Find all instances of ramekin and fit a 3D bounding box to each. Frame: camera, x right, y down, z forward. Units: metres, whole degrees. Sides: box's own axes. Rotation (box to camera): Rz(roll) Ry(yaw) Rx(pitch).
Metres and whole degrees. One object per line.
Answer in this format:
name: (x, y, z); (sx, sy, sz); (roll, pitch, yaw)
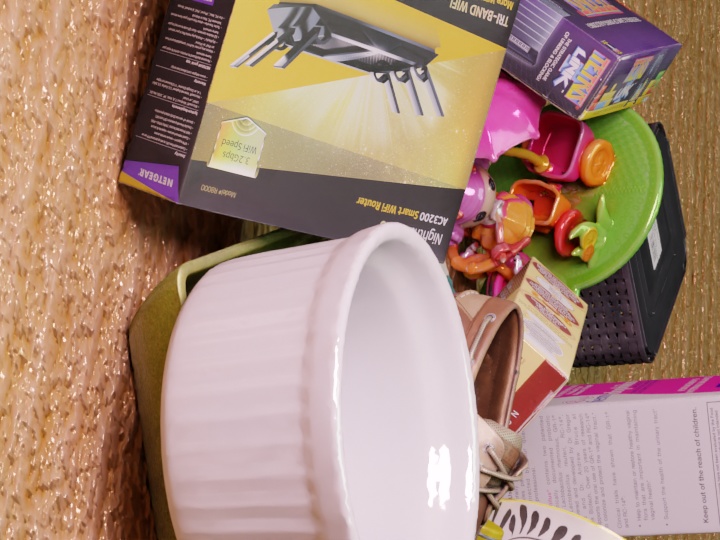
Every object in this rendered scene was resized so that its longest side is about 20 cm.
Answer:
ramekin: (-0.018, 0.081, 1.125); (0.200, 0.097, 0.201); (-6, 90, -70)

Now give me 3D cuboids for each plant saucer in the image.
plant saucer: (-0.062, 0.084, 1.214); (0.200, 0.048, 0.201); (-24, 107, -69)

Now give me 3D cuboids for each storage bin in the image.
storage bin: (0.194, -0.021, 1.869); (0.200, 0.094, 0.136); (-60, 140, -59)

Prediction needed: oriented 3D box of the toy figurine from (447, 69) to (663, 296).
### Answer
toy figurine: (0.092, -0.058, 1.609); (0.184, 0.150, 0.200); (27, 84, -51)

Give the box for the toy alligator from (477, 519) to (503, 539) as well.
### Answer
toy alligator: (0.055, 0.176, 1.412); (0.054, 0.200, 0.059); (24, 95, -26)

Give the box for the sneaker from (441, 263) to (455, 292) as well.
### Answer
sneaker: (0.000, 0.000, 1.395); (0.200, 0.070, 0.094); (-13, 85, -69)

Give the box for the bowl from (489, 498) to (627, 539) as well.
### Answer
bowl: (0.115, 0.246, 1.477); (0.094, 0.200, 0.201); (-57, 140, -37)

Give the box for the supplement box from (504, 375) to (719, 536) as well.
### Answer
supplement box: (0.200, 0.136, 1.695); (0.101, 0.200, 0.104); (-21, 103, -70)

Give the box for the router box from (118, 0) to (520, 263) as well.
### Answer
router box: (-0.016, -0.098, 1.202); (0.200, 0.052, 0.158); (11, 97, -46)

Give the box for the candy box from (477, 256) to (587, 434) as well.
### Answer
candy box: (0.081, 0.067, 1.455); (0.055, 0.115, 0.200); (42, 15, -1)

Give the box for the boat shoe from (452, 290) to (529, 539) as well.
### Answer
boat shoe: (0.053, 0.102, 1.296); (0.076, 0.072, 0.201); (35, 55, -57)

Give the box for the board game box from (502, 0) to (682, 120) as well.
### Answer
board game box: (0.125, -0.178, 1.624); (0.057, 0.165, 0.200); (-58, 168, 17)
